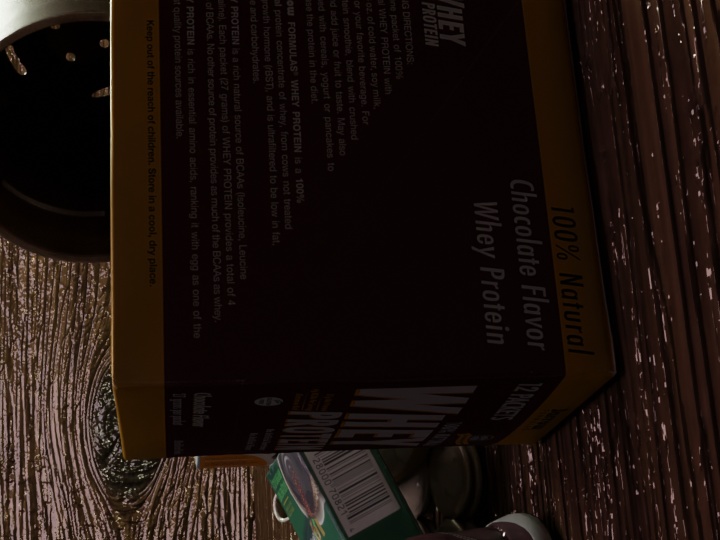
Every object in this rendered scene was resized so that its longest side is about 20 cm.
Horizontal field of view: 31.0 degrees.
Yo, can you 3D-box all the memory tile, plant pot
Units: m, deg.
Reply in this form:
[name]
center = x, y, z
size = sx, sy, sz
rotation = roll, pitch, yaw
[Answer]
[memory tile]
center = 0.026, 0.131, 0.820
size = 0.200, 0.017, 0.155
rotation = 160, 109, -64
[plant pot]
center = -0.212, -0.145, 0.997
size = 0.199, 0.198, 0.202
rotation = -112, 22, -52

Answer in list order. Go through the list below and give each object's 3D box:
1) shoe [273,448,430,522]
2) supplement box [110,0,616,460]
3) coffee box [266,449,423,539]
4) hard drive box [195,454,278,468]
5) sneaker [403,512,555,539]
[shoe]
center = -0.003, 0.104, 0.800
size = 0.201, 0.053, 0.070
rotation = 118, 144, -45
[supplement box]
center = -0.010, -0.026, 0.587
size = 0.133, 0.198, 0.199
rotation = 112, 156, -68
[coffee box]
center = 0.016, 0.180, 0.711
size = 0.201, 0.044, 0.123
rotation = 61, 163, 11
[hard drive box]
center = -0.082, 0.120, 1.240
size = 0.200, 0.154, 0.077
rotation = 104, 162, -63
[sneaker]
center = 0.043, 0.183, 0.547
size = 0.200, 0.114, 0.076
rotation = -108, 19, -63
